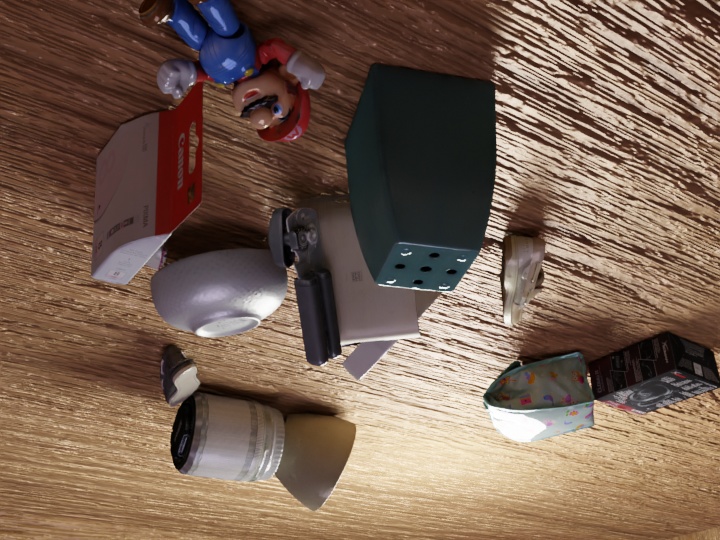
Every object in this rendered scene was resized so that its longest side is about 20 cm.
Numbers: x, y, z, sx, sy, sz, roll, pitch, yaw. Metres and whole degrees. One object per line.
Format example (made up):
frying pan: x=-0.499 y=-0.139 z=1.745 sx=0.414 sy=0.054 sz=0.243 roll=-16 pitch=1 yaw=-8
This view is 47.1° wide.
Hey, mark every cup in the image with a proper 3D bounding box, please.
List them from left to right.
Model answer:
cup: x=-0.118 y=0.383 z=1.746 sx=0.142 sy=0.201 sz=0.200 roll=28 pitch=144 yaw=-9

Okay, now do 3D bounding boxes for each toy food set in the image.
toy food set: x=0.000 y=0.000 z=1.079 sx=0.142 sy=0.202 sz=0.060 roll=-5 pitch=-166 yaw=9

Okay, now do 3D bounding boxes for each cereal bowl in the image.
cereal bowl: x=-0.196 y=0.042 z=1.175 sx=0.198 sy=0.084 sz=0.200 roll=-10 pitch=163 yaw=-3

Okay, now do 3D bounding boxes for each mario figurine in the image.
mario figurine: x=-0.116 y=-0.189 z=0.793 sx=0.123 sy=0.107 sz=0.200 roll=19 pitch=162 yaw=45

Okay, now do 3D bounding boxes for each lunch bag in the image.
lunch bag: x=0.335 y=0.246 z=1.569 sx=0.198 sy=0.123 sz=0.171 roll=-14 pitch=150 yaw=10

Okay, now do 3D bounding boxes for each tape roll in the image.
tape roll: x=0.052 y=0.078 z=1.206 sx=0.037 sy=0.203 sz=0.203 roll=43 pitch=144 yaw=4

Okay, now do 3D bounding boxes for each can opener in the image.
can opener: x=-0.071 y=0.018 z=1.044 sx=0.066 sy=0.202 sz=0.053 roll=5 pitch=-161 yaw=40

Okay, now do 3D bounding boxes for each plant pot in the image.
plant pot: x=0.066 y=-0.089 z=0.887 sx=0.140 sy=0.202 sz=0.142 roll=6 pitch=149 yaw=-12

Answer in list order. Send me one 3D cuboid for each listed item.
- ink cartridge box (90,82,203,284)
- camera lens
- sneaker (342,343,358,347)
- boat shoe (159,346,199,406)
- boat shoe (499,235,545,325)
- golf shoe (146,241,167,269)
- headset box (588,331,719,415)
ink cartridge box: x=-0.235 y=-0.099 z=0.896 sx=0.057 sy=0.164 sz=0.200 roll=11 pitch=149 yaw=-30
camera lens: x=-0.270 y=0.335 z=1.655 sx=0.198 sy=0.161 sz=0.160 roll=14 pitch=147 yaw=-25
sneaker: x=-0.028 y=0.078 z=1.217 sx=0.086 sy=0.075 sz=0.200 roll=0 pitch=-167 yaw=3
boat shoe: x=-0.337 y=0.194 z=1.528 sx=0.067 sy=0.057 sz=0.200 roll=-30 pitch=165 yaw=-25
boat shoe: x=0.240 y=0.018 z=1.216 sx=0.064 sy=0.073 sz=0.201 roll=-3 pitch=145 yaw=6
golf shoe: x=-0.283 y=-0.066 z=1.044 sx=0.091 sy=0.076 sz=0.200 roll=10 pitch=147 yaw=-13
headset box: x=0.536 y=0.199 z=1.535 sx=0.148 sy=0.078 sz=0.200 roll=20 pitch=145 yaw=-32
